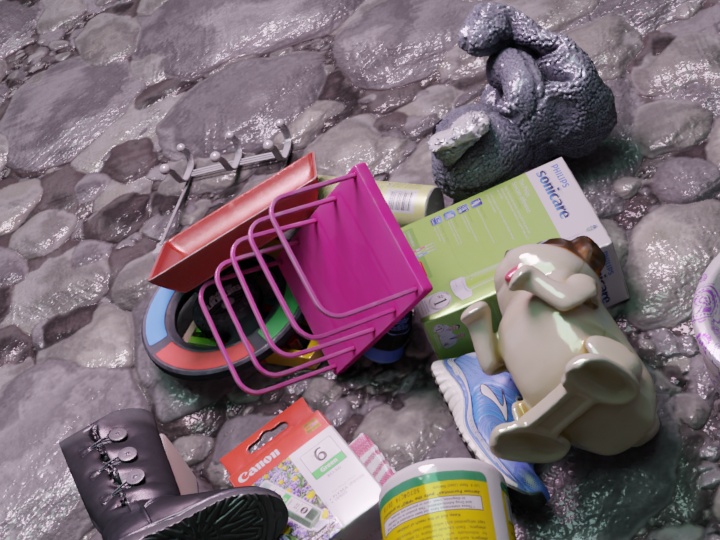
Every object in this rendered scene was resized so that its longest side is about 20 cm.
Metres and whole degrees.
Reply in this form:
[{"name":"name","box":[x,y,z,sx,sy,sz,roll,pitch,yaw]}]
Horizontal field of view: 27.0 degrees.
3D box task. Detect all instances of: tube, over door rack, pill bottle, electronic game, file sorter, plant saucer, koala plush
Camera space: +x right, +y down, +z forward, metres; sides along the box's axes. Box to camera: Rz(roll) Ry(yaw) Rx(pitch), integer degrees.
[{"name":"tube","box":[-0.007,-0.075,1.649,0.199,0.058,0.052,6,96,25]},{"name":"over door rack","box":[-0.163,-0.096,1.757,0.147,0.067,0.201,-11,44,17]},{"name":"pill bottle","box":[0.079,0.266,1.228,0.112,0.113,0.201,-16,55,12]},{"name":"electronic game","box":[-0.142,0.037,1.601,0.199,0.042,0.201,-14,43,13]},{"name":"file sorter","box":[-0.054,0.017,1.435,0.125,0.200,0.139,-19,74,-34]},{"name":"plant saucer","box":[-0.122,-0.047,1.568,0.199,0.037,0.200,-32,11,4]},{"name":"koala plush","box":[0.149,-0.147,1.580,0.183,0.178,0.200,28,60,31]}]

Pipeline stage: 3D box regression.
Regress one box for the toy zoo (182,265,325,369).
[{"name":"toy zoo","box":[-0.082,0.043,1.610,0.199,0.021,0.131,5,51,31]}]

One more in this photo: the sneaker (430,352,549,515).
[{"name":"sneaker","box":[0.133,0.136,1.368,0.089,0.079,0.200,-27,41,3]}]

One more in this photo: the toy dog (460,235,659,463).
[{"name":"toy dog","box":[0.186,0.054,1.330,0.140,0.193,0.201,-54,37,37]}]

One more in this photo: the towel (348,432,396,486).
[{"name":"towel","box":[-0.008,0.248,1.361,0.146,0.030,0.200,-34,42,-7]}]

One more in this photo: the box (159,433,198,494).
[{"name":"box","box":[-0.189,0.258,1.406,0.068,0.082,0.200,-23,40,6]}]

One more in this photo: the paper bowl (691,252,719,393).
[{"name":"paper bowl","box":[0.395,0.054,1.297,0.200,0.105,0.201,-14,44,13]}]

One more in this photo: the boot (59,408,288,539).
[{"name":"boot","box":[-0.174,0.192,1.366,0.164,0.066,0.200,-13,27,-18]}]

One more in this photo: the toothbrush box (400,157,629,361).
[{"name":"toothbrush box","box":[0.145,-0.005,1.496,0.199,0.086,0.146,-25,41,3]}]

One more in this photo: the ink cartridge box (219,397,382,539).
[{"name":"ink cartridge box","box":[-0.058,0.192,1.386,0.109,0.050,0.200,-37,44,-7]}]

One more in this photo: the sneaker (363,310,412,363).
[{"name":"sneaker","box":[0.000,0.000,1.542,0.070,0.078,0.200,-11,49,-28]}]
